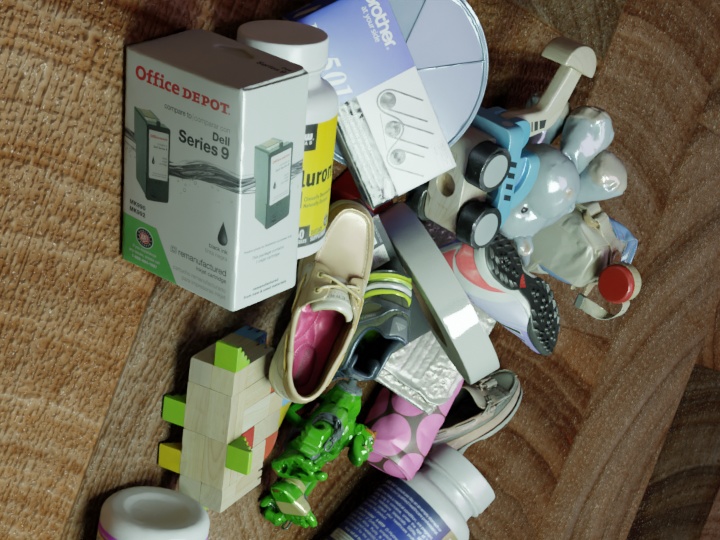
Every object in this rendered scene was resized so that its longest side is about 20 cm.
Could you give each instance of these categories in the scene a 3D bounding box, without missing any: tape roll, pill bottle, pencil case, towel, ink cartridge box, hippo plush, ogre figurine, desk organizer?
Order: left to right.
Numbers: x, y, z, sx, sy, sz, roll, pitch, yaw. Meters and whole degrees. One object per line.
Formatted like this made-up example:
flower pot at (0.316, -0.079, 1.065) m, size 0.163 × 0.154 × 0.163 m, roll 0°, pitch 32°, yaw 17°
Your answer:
pill bottle at (-0.208, 0.315, 1.525) m, size 0.104 × 0.104 × 0.201 m, roll -13°, pitch 119°, yaw -51°
ink cartridge box at (-0.127, -0.089, 1.364) m, size 0.084 × 0.146 × 0.201 m, roll -23°, pitch 126°, yaw -45°
pill bottle at (-0.078, -0.119, 1.446) m, size 0.111 × 0.111 × 0.201 m, roll -22°, pitch 126°, yaw -47°
ogre figurine at (-0.046, 0.185, 1.679) m, size 0.120 × 0.098 × 0.200 m, roll -55°, pitch 154°, yaw -35°
desk organizer at (0.000, 0.000, 1.638) m, size 0.072 × 0.077 × 0.200 m, roll -31°, pitch 140°, yaw -4°
ink cartridge box at (0.009, -0.168, 1.511) m, size 0.094 × 0.044 × 0.200 m, roll -28°, pitch 114°, yaw -7°
pill bottle at (0.054, 0.299, 1.840) m, size 0.200 × 0.120 × 0.120 m, roll -43°, pitch 141°, yaw -13°
pencil case at (0.063, 0.134, 1.821) m, size 0.091 × 0.094 × 0.200 m, roll 34°, pitch 77°, yaw -11°
towel at (0.079, 0.047, 1.768) m, size 0.132 × 0.034 × 0.200 m, roll 33°, pitch 77°, yaw -12°
tape roll at (0.077, 0.023, 1.648) m, size 0.037 × 0.203 × 0.203 m, roll -31°, pitch 140°, yaw -3°
hippo plush at (0.180, -0.106, 1.775) m, size 0.200 × 0.160 × 0.161 m, roll -38°, pitch 172°, yaw 31°

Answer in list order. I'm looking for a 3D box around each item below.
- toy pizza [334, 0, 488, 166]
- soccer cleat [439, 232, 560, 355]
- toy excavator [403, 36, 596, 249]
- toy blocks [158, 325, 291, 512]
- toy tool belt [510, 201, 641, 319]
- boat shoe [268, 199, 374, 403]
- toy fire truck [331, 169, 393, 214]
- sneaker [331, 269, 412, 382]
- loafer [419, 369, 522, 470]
toy pizza at (0.027, -0.193, 1.549) m, size 0.199 × 0.032 × 0.201 m, roll -5°, pitch 110°, yaw -15°
soccer cleat at (0.155, 0.026, 1.745) m, size 0.200 × 0.073 × 0.068 m, roll 48°, pitch 49°, yaw -43°
toy excavator at (0.154, -0.139, 1.666) m, size 0.200 × 0.100 × 0.195 m, roll -19°, pitch 127°, yaw -43°
toy blocks at (-0.117, 0.138, 1.577) m, size 0.137 × 0.100 × 0.201 m, roll -32°, pitch 134°, yaw -58°
toy tool belt at (0.275, -0.026, 1.921) m, size 0.123 × 0.200 × 0.125 m, roll -6°, pitch 123°, yaw -51°
boat shoe at (-0.028, 0.033, 1.508) m, size 0.074 × 0.069 × 0.201 m, roll 16°, pitch 92°, yaw -17°
toy fire truck at (0.043, -0.162, 1.647) m, size 0.200 × 0.049 × 0.141 m, roll -42°, pitch 139°, yaw -33°
sneaker at (-0.020, 0.081, 1.591) m, size 0.074 × 0.081 × 0.200 m, roll 20°, pitch 134°, yaw -29°
loafer at (0.127, 0.173, 1.951) m, size 0.200 × 0.072 × 0.063 m, roll -37°, pitch 129°, yaw -33°
